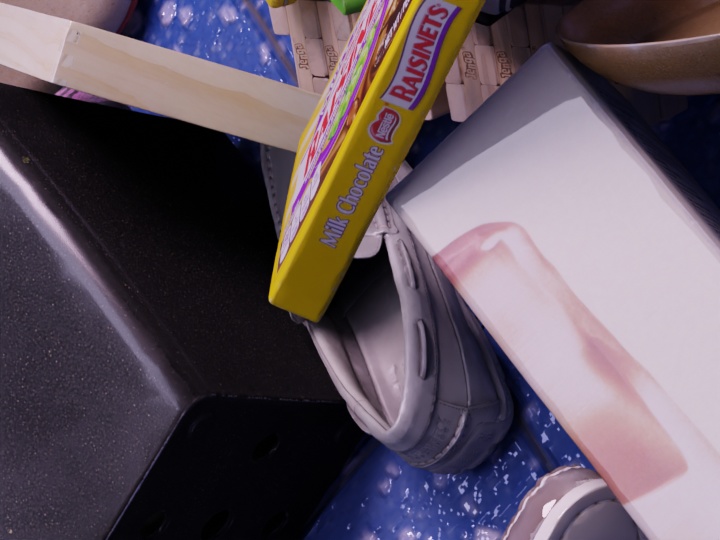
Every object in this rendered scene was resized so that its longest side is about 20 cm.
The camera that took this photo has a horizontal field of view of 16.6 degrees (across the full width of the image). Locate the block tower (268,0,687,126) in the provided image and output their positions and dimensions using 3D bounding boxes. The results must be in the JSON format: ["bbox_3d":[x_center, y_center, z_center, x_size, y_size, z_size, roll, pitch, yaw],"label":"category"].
[{"bbox_3d":[0.051,-0.095,1.038,0.199,0.054,0.058,10,117,44],"label":"block tower"}]

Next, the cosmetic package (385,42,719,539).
[{"bbox_3d":[0.111,0.027,0.885,0.087,0.103,0.200,-42,67,13],"label":"cosmetic package"}]

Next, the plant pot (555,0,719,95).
[{"bbox_3d":[0.167,-0.100,0.865,0.199,0.200,0.028,-3,110,44],"label":"plant pot"}]

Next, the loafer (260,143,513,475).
[{"bbox_3d":[0.000,0.000,1.063,0.070,0.070,0.201,-49,50,24],"label":"loafer"}]

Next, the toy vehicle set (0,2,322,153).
[{"bbox_3d":[-0.098,-0.087,1.095,0.200,0.124,0.027,-156,82,-69],"label":"toy vehicle set"}]

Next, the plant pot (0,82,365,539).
[{"bbox_3d":[-0.114,0.055,1.087,0.177,0.199,0.201,42,108,30],"label":"plant pot"}]

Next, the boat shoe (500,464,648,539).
[{"bbox_3d":[0.059,0.156,0.939,0.060,0.071,0.201,45,133,49],"label":"boat shoe"}]

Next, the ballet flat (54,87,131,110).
[{"bbox_3d":[-0.179,-0.015,1.254,0.200,0.069,0.071,-52,31,16],"label":"ballet flat"}]

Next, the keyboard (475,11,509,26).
[{"bbox_3d":[0.114,-0.159,0.983,0.200,0.040,0.104,-38,48,-4],"label":"keyboard"}]

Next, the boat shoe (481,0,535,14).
[{"bbox_3d":[0.117,-0.173,0.919,0.090,0.071,0.201,28,88,7],"label":"boat shoe"}]

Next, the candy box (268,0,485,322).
[{"bbox_3d":[0.015,-0.083,0.892,0.103,0.026,0.201,-78,11,-48],"label":"candy box"}]

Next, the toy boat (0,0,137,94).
[{"bbox_3d":[-0.198,-0.151,1.279,0.200,0.130,0.131,-38,23,26],"label":"toy boat"}]

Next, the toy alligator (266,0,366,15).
[{"bbox_3d":[-0.014,-0.142,1.041,0.200,0.059,0.055,-132,28,-68],"label":"toy alligator"}]
